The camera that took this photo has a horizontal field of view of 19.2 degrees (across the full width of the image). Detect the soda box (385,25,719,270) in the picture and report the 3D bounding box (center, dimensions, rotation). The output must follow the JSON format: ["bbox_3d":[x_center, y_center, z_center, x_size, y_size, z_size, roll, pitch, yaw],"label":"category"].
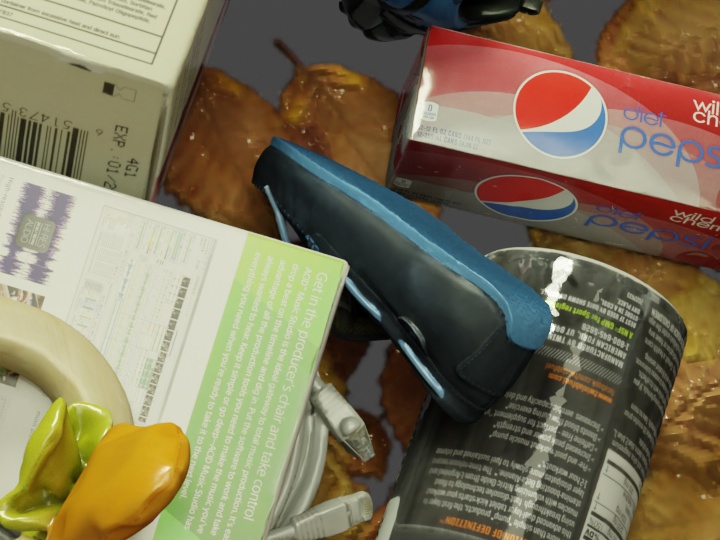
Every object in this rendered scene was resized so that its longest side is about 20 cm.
[{"bbox_3d":[0.117,-0.055,1.024,0.200,0.070,0.064,13,68,-6],"label":"soda box"}]

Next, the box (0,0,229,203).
[{"bbox_3d":[-0.124,-0.132,0.953,0.128,0.109,0.200,17,50,-1],"label":"box"}]

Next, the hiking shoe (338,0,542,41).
[{"bbox_3d":[0.012,-0.158,0.968,0.087,0.200,0.075,1,83,25],"label":"hiking shoe"}]

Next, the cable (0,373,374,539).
[{"bbox_3d":[-0.115,0.067,0.941,0.200,0.069,0.200,-26,77,-17],"label":"cable"}]

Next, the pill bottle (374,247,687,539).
[{"bbox_3d":[0.068,0.099,0.944,0.106,0.106,0.200,22,69,-3],"label":"pill bottle"}]

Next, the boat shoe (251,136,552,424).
[{"bbox_3d":[0.000,0.000,0.943,0.084,0.200,0.069,22,101,-34],"label":"boat shoe"}]

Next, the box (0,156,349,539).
[{"bbox_3d":[-0.119,0.038,0.883,0.200,0.036,0.145,17,80,1],"label":"box"}]

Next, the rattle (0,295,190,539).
[{"bbox_3d":[-0.161,0.030,0.792,0.130,0.143,0.200,-30,84,-9],"label":"rattle"}]
